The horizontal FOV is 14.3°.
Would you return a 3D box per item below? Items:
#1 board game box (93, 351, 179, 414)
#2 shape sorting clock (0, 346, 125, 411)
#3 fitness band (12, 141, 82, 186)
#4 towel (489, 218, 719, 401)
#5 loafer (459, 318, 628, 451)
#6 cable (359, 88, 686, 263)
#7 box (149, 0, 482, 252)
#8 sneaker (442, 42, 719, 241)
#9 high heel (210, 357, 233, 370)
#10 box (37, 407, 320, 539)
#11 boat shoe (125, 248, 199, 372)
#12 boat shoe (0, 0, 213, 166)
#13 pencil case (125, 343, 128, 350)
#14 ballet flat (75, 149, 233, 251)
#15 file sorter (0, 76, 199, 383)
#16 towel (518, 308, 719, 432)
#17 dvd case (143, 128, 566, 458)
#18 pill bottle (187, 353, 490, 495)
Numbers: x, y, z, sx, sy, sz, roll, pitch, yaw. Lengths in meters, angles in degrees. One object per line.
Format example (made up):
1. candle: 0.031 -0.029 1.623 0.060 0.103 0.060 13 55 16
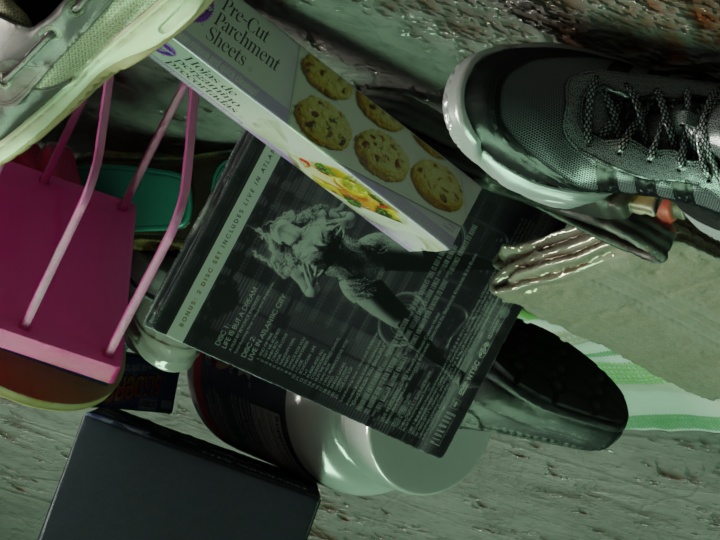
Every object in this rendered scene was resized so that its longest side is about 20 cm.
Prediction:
1. board game box: -0.227 0.051 1.748 0.199 0.035 0.135 10 179 24
2. shape sorting clock: -0.214 0.003 1.610 0.199 0.200 0.039 25 119 -29
3. fitness band: -0.220 -0.040 1.575 0.143 0.200 0.038 15 124 -27
4. towel: 0.177 0.016 1.549 0.200 0.035 0.132 27 148 -38
5. loafer: 0.053 0.059 1.621 0.200 0.068 0.071 20 126 -5
6. cable: 0.089 -0.056 1.443 0.199 0.050 0.097 17 158 34
7. box: -0.027 -0.077 1.404 0.200 0.042 0.039 37 159 -27
8. sneaker: 0.143 -0.065 1.284 0.199 0.076 0.114 15 165 -20
9. high heel: -0.011 0.015 1.664 0.067 0.097 0.200 22 165 -36
10. box: -0.110 0.156 1.736 0.148 0.108 0.200 20 178 -2
11. boat shoe: -0.125 0.015 1.722 0.071 0.070 0.200 14 -170 -19
12. boat shoe: -0.144 -0.111 1.325 0.200 0.072 0.065 -33 117 30
13. pencil case: -0.231 -0.010 1.826 0.200 0.086 0.084 31 -161 -39
14. ballet flat: -0.077 -0.037 1.637 0.199 0.071 0.071 7 163 27
15. file sorter: -0.194 -0.059 1.474 0.199 0.139 0.126 19 126 -15
16. towel: 0.140 0.053 1.695 0.200 0.031 0.149 28 159 -38
17. dvd case: 0.000 0.000 1.522 0.199 0.149 0.016 25 -175 -32
18. pill bottle: -0.010 0.071 1.754 0.119 0.120 0.200 26 174 -33
